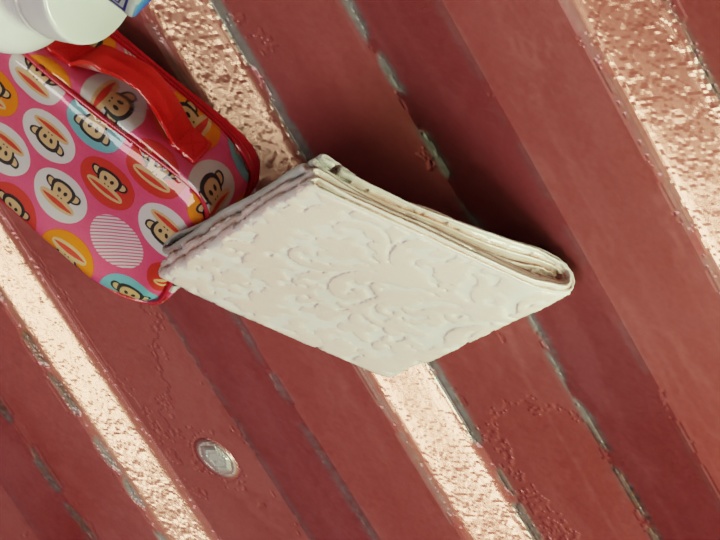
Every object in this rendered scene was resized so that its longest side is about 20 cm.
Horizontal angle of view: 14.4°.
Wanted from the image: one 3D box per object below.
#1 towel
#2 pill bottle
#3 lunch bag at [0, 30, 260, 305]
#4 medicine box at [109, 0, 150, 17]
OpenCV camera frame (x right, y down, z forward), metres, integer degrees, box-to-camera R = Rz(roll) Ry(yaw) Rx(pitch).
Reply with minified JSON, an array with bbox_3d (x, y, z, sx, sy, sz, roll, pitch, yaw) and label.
[{"bbox_3d":[0.000,0.000,1.742,0.191,0.032,0.200,24,153,-25],"label":"towel"},{"bbox_3d":[-0.234,-0.193,1.738,0.200,0.111,0.111,15,138,37],"label":"pill bottle"},{"bbox_3d":[-0.166,-0.085,1.826,0.200,0.082,0.176,40,145,2],"label":"lunch bag"},{"bbox_3d":[-0.149,-0.275,1.582,0.182,0.103,0.200,37,146,5],"label":"medicine box"}]
